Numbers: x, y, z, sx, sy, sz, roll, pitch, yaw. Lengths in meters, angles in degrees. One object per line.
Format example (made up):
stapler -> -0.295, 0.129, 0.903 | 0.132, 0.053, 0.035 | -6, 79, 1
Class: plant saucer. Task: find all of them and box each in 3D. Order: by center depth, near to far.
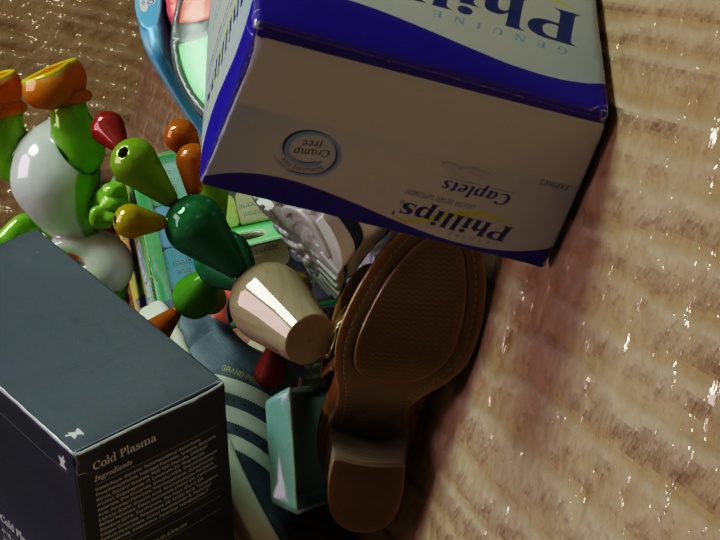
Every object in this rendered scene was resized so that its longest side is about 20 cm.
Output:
plant saucer -> -0.029, 0.103, 1.510 | 0.200, 0.019, 0.070 | 9, -103, -80

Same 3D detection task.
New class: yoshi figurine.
yoshi figurine -> -0.203, -0.029, 1.675 | 0.112, 0.112, 0.201 | 23, 132, 66

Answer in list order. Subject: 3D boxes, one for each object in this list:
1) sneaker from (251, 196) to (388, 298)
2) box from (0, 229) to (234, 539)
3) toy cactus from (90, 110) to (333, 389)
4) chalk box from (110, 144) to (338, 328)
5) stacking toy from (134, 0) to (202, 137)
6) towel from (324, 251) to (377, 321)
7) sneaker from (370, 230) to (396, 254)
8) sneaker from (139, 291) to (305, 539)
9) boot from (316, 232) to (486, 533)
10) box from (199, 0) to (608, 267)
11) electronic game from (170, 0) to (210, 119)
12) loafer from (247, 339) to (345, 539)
sneaker -> -0.007, -0.039, 1.444 | 0.080, 0.076, 0.200 | -44, 6, -9
box -> -0.170, 0.109, 1.495 | 0.200, 0.104, 0.183 | 36, 141, 40
toy cactus -> -0.076, 0.005, 1.445 | 0.165, 0.102, 0.201 | 40, 161, 50
chalk box -> -0.090, -0.023, 1.702 | 0.200, 0.124, 0.125 | 162, 96, -79
stacking toy -> -0.042, -0.177, 1.715 | 0.116, 0.199, 0.110 | -91, -23, -47
towel -> 0.000, 0.000, 1.680 | 0.200, 0.024, 0.148 | 125, 152, -68
sneaker -> 0.022, -0.073, 1.532 | 0.200, 0.075, 0.087 | -27, 39, 56
sneaker -> -0.061, 0.096, 1.550 | 0.201, 0.084, 0.075 | 64, 163, 15
boot -> 0.020, 0.032, 1.456 | 0.155, 0.076, 0.201 | -92, 10, -64
box -> 0.021, -0.122, 1.293 | 0.201, 0.183, 0.105 | -91, 19, -47
electronic game -> -0.028, -0.165, 1.621 | 0.042, 0.199, 0.201 | 49, -137, -57
loafer -> -0.053, 0.127, 1.623 | 0.068, 0.075, 0.201 | -20, 57, 53
